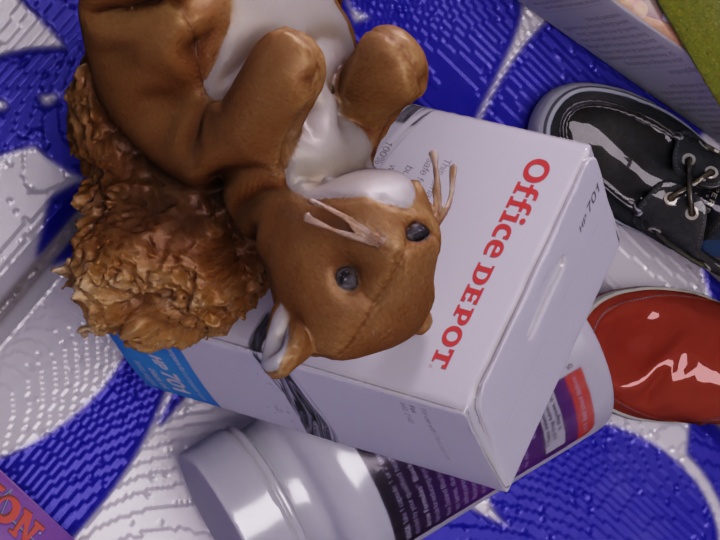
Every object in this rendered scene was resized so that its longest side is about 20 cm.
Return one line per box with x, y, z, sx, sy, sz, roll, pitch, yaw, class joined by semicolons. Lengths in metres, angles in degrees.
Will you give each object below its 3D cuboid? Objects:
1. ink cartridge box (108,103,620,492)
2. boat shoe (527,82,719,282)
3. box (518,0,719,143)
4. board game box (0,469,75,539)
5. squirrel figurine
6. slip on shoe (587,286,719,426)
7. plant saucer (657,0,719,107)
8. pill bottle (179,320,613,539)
0.000;0.000;1.110;0.147;0.199;0.086;-62;152;-24;ink cartridge box
0.180;-0.037;1.258;0.199;0.057;0.069;32;83;-17;boat shoe
0.196;-0.163;1.232;0.200;0.106;0.153;32;83;-17;box
-0.221;0.127;1.122;0.200;0.032;0.120;46;59;-23;board game box
-0.043;-0.039;1.026;0.141;0.200;0.187;-19;77;-47;squirrel figurine
0.197;0.053;1.265;0.199;0.061;0.074;15;86;-20;slip on shoe
0.218;-0.202;1.156;0.199;0.048;0.200;-36;102;-13;plant saucer
0.016;0.077;1.182;0.199;0.111;0.112;-30;101;-15;pill bottle
